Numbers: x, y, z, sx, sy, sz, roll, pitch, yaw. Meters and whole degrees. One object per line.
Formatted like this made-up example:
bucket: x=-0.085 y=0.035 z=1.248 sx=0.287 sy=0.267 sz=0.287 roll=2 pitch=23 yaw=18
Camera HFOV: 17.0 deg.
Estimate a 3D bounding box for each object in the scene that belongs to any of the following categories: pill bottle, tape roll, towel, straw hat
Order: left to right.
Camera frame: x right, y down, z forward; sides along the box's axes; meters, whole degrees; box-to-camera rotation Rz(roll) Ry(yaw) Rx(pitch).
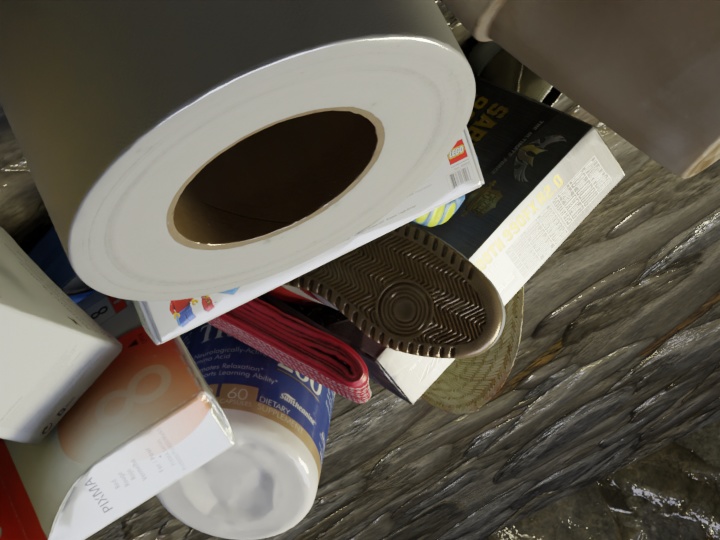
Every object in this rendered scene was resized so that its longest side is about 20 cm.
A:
tape roll: x=-0.065 y=-0.097 z=1.101 sx=0.202 sy=0.140 sz=0.203 roll=-22 pitch=156 yaw=-10
pill bottle: x=-0.070 y=0.071 z=1.601 sx=0.111 sy=0.111 sz=0.201 roll=-42 pitch=-155 yaw=36
towel: x=-0.056 y=0.036 z=1.441 sx=0.023 sy=0.144 sz=0.200 roll=-61 pitch=176 yaw=-5
straw hat: x=0.023 y=0.000 z=1.616 sx=0.085 sy=0.202 sz=0.201 roll=-5 pitch=154 yaw=-32

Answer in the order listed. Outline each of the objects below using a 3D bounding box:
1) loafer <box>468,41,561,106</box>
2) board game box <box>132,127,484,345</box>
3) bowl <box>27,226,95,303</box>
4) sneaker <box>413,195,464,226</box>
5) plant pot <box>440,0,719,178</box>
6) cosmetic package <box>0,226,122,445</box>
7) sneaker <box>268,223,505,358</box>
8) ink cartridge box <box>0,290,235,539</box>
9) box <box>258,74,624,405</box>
loafer: x=0.166 y=-0.163 z=1.556 sx=0.200 sy=0.070 sz=0.075 roll=-35 pitch=165 yaw=12
board game box: x=-0.043 y=-0.061 z=1.263 sx=0.199 sy=0.127 sz=0.035 roll=-26 pitch=-153 yaw=-12
bowl: x=-0.124 y=-0.019 z=1.502 sx=0.200 sy=0.039 sz=0.201 roll=-29 pitch=165 yaw=-9
sneaker: x=-0.009 y=-0.077 z=1.360 sx=0.199 sy=0.083 sz=0.071 roll=24 pitch=95 yaw=-57
plant pot: x=0.169 y=-0.154 z=1.328 sx=0.200 sy=0.174 sz=0.200 roll=-39 pitch=172 yaw=-6
cosmetic package: x=-0.217 y=0.023 z=1.281 sx=0.081 sy=0.113 sz=0.200 roll=-48 pitch=166 yaw=1
sneaker: x=0.000 y=0.000 z=1.418 sx=0.112 sy=0.199 sz=0.072 roll=14 pitch=96 yaw=-75
ink cartridge box: x=-0.185 y=0.097 z=1.391 sx=0.199 sy=0.162 sz=0.050 roll=-30 pitch=123 yaw=-5
box: x=0.044 y=-0.027 z=1.504 sx=0.200 sy=0.158 sz=0.048 roll=-46 pitch=126 yaw=-10
